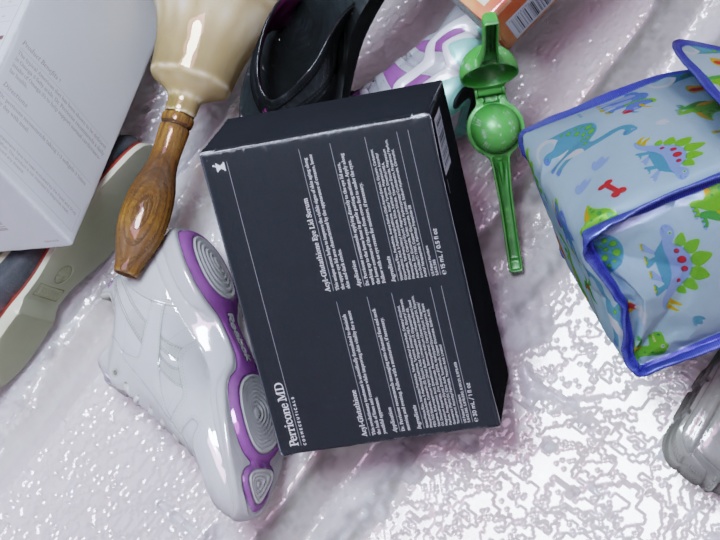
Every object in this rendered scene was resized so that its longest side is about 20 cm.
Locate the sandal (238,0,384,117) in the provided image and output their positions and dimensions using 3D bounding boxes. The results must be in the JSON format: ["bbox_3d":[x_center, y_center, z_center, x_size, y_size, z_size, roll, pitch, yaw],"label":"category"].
[{"bbox_3d":[-0.034,-0.146,1.173,0.075,0.048,0.201,33,110,28],"label":"sandal"}]

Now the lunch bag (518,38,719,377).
[{"bbox_3d":[0.210,-0.052,1.096,0.200,0.127,0.170,-22,27,2],"label":"lunch bag"}]

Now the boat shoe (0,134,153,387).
[{"bbox_3d":[-0.214,-0.015,1.274,0.063,0.071,0.200,37,92,25],"label":"boat shoe"}]

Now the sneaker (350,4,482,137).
[{"bbox_3d":[0.000,-0.108,1.230,0.140,0.078,0.200,24,82,20],"label":"sneaker"}]

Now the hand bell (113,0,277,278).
[{"bbox_3d":[-0.122,-0.091,1.233,0.104,0.104,0.200,13,76,19],"label":"hand bell"}]

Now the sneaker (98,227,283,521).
[{"bbox_3d":[-0.111,0.076,1.225,0.100,0.075,0.200,-29,63,19],"label":"sneaker"}]

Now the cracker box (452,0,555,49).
[{"bbox_3d":[0.066,-0.253,1.187,0.134,0.058,0.200,-45,68,4],"label":"cracker box"}]

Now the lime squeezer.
[{"bbox_3d":[0.087,-0.093,1.166,0.038,0.200,0.071,-20,44,-11],"label":"lime squeezer"}]

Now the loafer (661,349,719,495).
[{"bbox_3d":[0.253,0.045,1.126,0.070,0.070,0.200,32,83,2],"label":"loafer"}]

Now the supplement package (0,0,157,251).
[{"bbox_3d":[-0.228,-0.126,1.239,0.117,0.117,0.200,-4,54,33],"label":"supplement package"}]

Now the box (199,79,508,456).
[{"bbox_3d":[0.000,0.000,1.148,0.141,0.079,0.200,-9,109,11],"label":"box"}]
